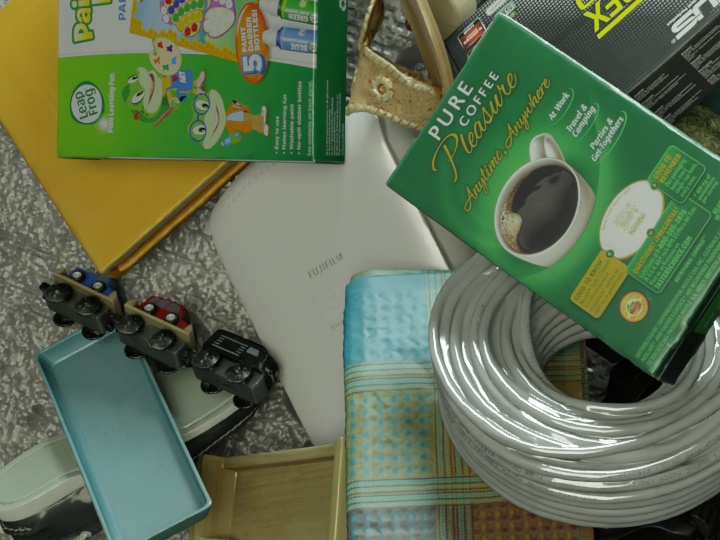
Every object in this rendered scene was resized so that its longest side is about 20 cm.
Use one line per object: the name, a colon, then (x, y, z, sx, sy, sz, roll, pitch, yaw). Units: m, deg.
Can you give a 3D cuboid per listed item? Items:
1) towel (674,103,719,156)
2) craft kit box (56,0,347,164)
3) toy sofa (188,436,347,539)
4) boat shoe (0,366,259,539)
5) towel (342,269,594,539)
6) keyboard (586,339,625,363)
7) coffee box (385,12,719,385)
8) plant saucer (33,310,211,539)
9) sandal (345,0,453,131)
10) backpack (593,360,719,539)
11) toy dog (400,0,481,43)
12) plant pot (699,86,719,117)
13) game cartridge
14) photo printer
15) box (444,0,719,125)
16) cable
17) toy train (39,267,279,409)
towel: (0.222, -0.025, 1.465, 0.036, 0.149, 0.200, -30, 49, -27)
craft kit box: (-0.102, -0.169, 1.539, 0.197, 0.048, 0.201, 2, 93, 31)
toy sofa: (-0.022, 0.156, 1.529, 0.097, 0.200, 0.083, 11, 77, -29)
boat shoe: (-0.150, 0.125, 1.621, 0.199, 0.076, 0.060, -25, 126, 4)
towel: (0.062, 0.082, 1.427, 0.146, 0.022, 0.201, -1, 53, 1)
keyboard: (0.105, -0.031, 1.520, 0.200, 0.040, 0.104, 34, 110, 35)
coffee box: (0.124, -0.042, 1.349, 0.200, 0.044, 0.123, 35, 97, 25)
plant saucer: (-0.155, 0.106, 1.581, 0.070, 0.019, 0.200, -28, 45, -2)
sandal: (0.027, -0.099, 1.480, 0.069, 0.078, 0.212, -23, 98, -3)
backpack: (0.156, 0.169, 1.480, 0.190, 0.200, 0.154, -25, 121, 14)
toy dog: (0.018, -0.229, 1.562, 0.096, 0.132, 0.201, -36, 74, 51)
plant pot: (0.297, -0.102, 1.443, 0.200, 0.142, 0.141, 29, 52, 25)
game cartridge: (-0.156, -0.126, 1.620, 0.176, 0.032, 0.200, -40, 69, 15)
photo printer: (0.000, 0.000, 1.560, 0.166, 0.069, 0.201, -30, 82, 31)
box: (0.153, -0.147, 1.438, 0.200, 0.044, 0.160, -42, 38, 16)
cable: (0.139, 0.053, 1.388, 0.200, 0.069, 0.200, 30, 57, 25)
toy train: (-0.134, 0.039, 1.600, 0.199, 0.034, 0.046, 22, 52, 32)
